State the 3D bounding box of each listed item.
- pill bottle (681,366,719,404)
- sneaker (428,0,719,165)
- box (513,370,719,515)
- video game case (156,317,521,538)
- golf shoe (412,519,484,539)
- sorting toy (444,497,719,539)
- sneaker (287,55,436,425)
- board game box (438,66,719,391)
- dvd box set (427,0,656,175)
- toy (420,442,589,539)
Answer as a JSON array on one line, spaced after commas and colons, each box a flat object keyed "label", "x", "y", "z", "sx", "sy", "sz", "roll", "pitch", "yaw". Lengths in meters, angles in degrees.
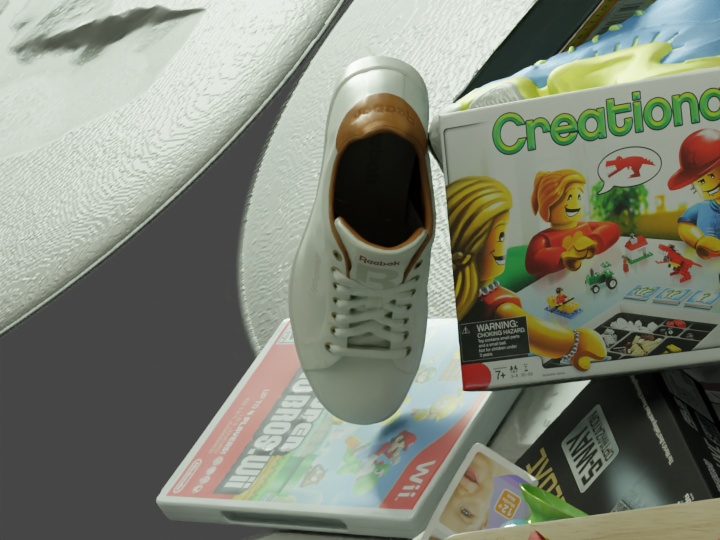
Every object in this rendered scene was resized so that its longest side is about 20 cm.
[{"label": "pill bottle", "x": 0.198, "y": 0.008, "z": 1.338, "sx": 0.199, "sy": 0.114, "sz": 0.114, "roll": 5, "pitch": 49, "yaw": 49}, {"label": "sneaker", "x": 0.128, "y": -0.083, "z": 1.370, "sx": 0.199, "sy": 0.076, "sz": 0.105, "roll": -2, "pitch": 38, "yaw": 44}, {"label": "box", "x": 0.108, "y": 0.144, "z": 1.259, "sx": 0.158, "sy": 0.050, "sz": 0.200, "roll": -48, "pitch": 26, "yaw": 17}, {"label": "video game case", "x": -0.005, "y": 0.081, "z": 1.545, "sx": 0.199, "sy": 0.017, "sz": 0.143, "roll": -1, "pitch": 44, "yaw": 45}, {"label": "golf shoe", "x": -0.007, "y": 0.166, "z": 1.275, "sx": 0.200, "sy": 0.097, "sz": 0.078, "roll": -53, "pitch": 23, "yaw": 24}, {"label": "sorting toy", "x": 0.120, "y": 0.180, "z": 1.088, "sx": 0.199, "sy": 0.070, "sz": 0.200, "roll": -10, "pitch": 68, "yaw": 20}, {"label": "sneaker", "x": 0.000, "y": 0.000, "z": 1.447, "sx": 0.072, "sy": 0.201, "sz": 0.085, "roll": 1, "pitch": 27, "yaw": -2}, {"label": "board game box", "x": 0.132, "y": -0.020, "z": 1.263, "sx": 0.199, "sy": 0.035, "sz": 0.127, "roll": -9, "pitch": 84, "yaw": 30}, {"label": "dvd box set", "x": 0.140, "y": -0.114, "z": 1.488, "sx": 0.199, "sy": 0.029, "sz": 0.146, "roll": -13, "pitch": -28, "yaw": -46}, {"label": "toy", "x": 0.032, "y": 0.179, "z": 1.193, "sx": 0.115, "sy": 0.047, "sz": 0.201, "roll": 30, "pitch": 91, "yaw": 39}]
